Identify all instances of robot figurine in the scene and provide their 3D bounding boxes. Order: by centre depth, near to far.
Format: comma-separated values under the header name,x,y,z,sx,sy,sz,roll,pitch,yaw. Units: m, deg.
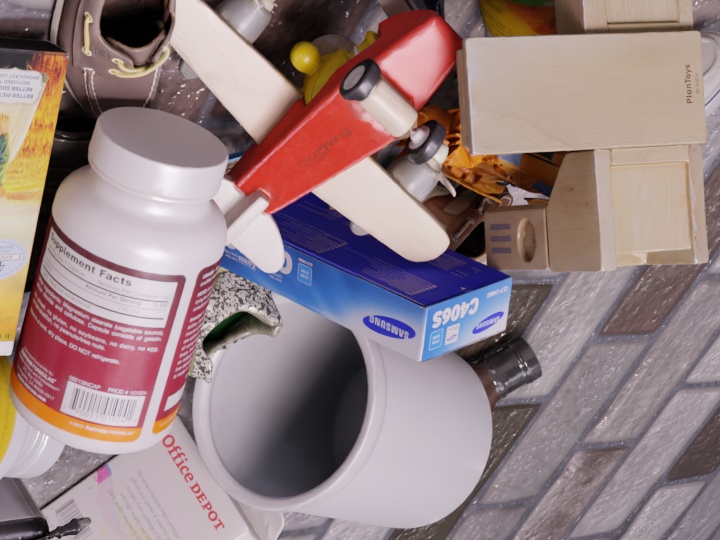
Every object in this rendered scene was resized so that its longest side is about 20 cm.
name,x,y,z,sx,sy,sz,roll,pitch,yaw
robot figurine,0.131,-0.069,1.505,0.199,0.145,0.059,23,83,-24

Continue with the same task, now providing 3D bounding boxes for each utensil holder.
name,x,y,z,sx,sy,sz,roll,pitch,yaw
utensil holder,-0.009,0.115,1.625,0.170,0.170,0.200,-46,150,15

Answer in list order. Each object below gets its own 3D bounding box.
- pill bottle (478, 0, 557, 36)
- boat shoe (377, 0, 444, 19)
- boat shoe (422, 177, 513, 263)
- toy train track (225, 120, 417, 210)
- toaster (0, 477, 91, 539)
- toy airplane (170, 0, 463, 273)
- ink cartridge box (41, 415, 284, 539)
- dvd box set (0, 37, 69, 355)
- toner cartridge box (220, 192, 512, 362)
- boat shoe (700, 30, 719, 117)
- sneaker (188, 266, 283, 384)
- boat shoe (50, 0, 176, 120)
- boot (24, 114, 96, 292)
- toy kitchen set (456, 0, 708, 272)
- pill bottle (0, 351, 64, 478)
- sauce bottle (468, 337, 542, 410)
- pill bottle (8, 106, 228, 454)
name,x,y,z,sx,sy,sz,roll,pitch,yaw
pill bottle,0.141,-0.182,1.437,0.111,0.111,0.200,-32,148,-8
boat shoe,0.046,-0.209,1.344,0.092,0.075,0.200,-31,148,5
boat shoe,0.073,-0.030,1.565,0.076,0.072,0.200,-52,166,25
toy train track,-0.055,-0.088,1.440,0.199,0.033,0.115,-17,134,-21
toaster,-0.330,0.213,1.480,0.199,0.119,0.181,-4,136,-40
toy airplane,-0.031,-0.097,1.349,0.197,0.142,0.201,4,131,4
ink cartridge box,-0.159,0.227,1.652,0.199,0.129,0.125,-34,148,-3
dvd box set,-0.260,-0.043,1.233,0.145,0.029,0.202,1,111,-40
toner cartridge box,0.000,0.000,1.438,0.095,0.199,0.044,-19,123,-44
boat shoe,0.208,-0.137,1.605,0.199,0.071,0.070,-27,150,-3
sneaker,-0.142,0.048,1.479,0.199,0.089,0.077,-27,147,-15
boat shoe,-0.145,-0.155,1.245,0.071,0.060,0.201,-20,144,-24
boot,-0.219,-0.044,1.329,0.199,0.068,0.131,-4,126,-45
toy kitchen set,0.111,-0.099,1.346,0.162,0.202,0.180,-4,-179,-21
pill bottle,-0.292,0.092,1.368,0.199,0.112,0.112,14,123,-50
sauce bottle,0.068,0.125,1.802,0.199,0.065,0.065,-28,147,-11
pill bottle,-0.149,0.005,1.297,0.112,0.113,0.201,-4,122,-41
